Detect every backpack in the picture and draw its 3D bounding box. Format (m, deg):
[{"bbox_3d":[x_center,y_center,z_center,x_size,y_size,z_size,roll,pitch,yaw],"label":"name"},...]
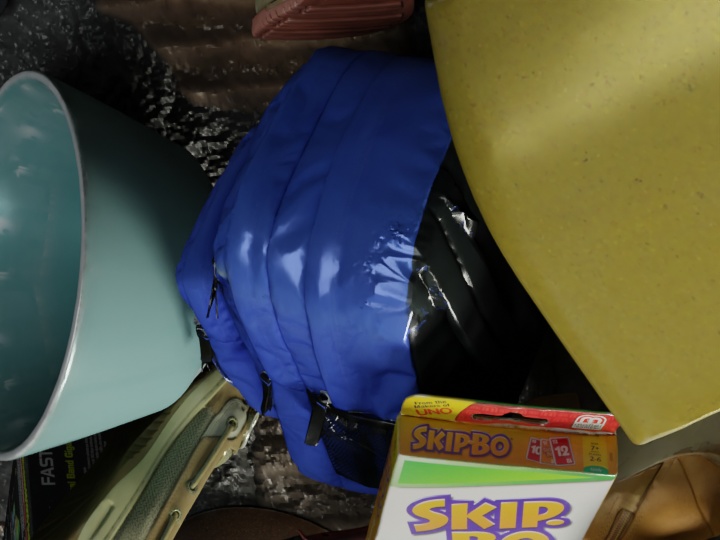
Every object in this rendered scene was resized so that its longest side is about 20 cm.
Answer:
[{"bbox_3d":[0.000,0.000,0.744,0.166,0.163,0.201,10,147,16],"label":"backpack"}]

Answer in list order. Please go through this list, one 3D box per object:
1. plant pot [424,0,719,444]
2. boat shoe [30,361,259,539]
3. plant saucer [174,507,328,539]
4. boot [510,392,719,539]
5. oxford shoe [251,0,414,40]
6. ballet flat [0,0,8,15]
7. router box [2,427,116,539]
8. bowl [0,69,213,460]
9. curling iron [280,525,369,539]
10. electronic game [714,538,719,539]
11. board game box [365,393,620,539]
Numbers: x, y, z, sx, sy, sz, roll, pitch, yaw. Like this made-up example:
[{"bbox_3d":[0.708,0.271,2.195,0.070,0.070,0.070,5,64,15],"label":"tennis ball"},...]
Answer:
[{"bbox_3d":[0.134,-0.091,0.635,0.194,0.196,0.200,-30,118,31],"label":"plant pot"},{"bbox_3d":[-0.103,0.110,0.865,0.073,0.201,0.063,-27,109,43],"label":"boat shoe"},{"bbox_3d":[-0.057,0.244,1.016,0.199,0.035,0.202,10,121,17],"label":"plant saucer"},{"bbox_3d":[0.162,0.113,0.793,0.199,0.071,0.145,0,144,4],"label":"boot"},{"bbox_3d":[-0.008,-0.153,0.729,0.200,0.070,0.075,159,104,-70],"label":"oxford shoe"},{"bbox_3d":[-0.267,-0.207,0.836,0.073,0.073,0.201,-28,104,31],"label":"ballet flat"},{"bbox_3d":[-0.173,0.193,0.938,0.062,0.201,0.151,2,125,-17],"label":"router box"},{"bbox_3d":[-0.139,0.001,0.843,0.104,0.202,0.201,6,130,-31],"label":"bowl"},{"bbox_3d":[-0.023,0.156,0.891,0.198,0.050,0.026,-7,81,-15],"label":"curling iron"},{"bbox_3d":[0.205,0.136,0.731,0.199,0.199,0.042,-31,64,32],"label":"electronic game"},{"bbox_3d":[0.053,0.118,0.733,0.095,0.030,0.201,5,143,-4],"label":"board game box"}]
